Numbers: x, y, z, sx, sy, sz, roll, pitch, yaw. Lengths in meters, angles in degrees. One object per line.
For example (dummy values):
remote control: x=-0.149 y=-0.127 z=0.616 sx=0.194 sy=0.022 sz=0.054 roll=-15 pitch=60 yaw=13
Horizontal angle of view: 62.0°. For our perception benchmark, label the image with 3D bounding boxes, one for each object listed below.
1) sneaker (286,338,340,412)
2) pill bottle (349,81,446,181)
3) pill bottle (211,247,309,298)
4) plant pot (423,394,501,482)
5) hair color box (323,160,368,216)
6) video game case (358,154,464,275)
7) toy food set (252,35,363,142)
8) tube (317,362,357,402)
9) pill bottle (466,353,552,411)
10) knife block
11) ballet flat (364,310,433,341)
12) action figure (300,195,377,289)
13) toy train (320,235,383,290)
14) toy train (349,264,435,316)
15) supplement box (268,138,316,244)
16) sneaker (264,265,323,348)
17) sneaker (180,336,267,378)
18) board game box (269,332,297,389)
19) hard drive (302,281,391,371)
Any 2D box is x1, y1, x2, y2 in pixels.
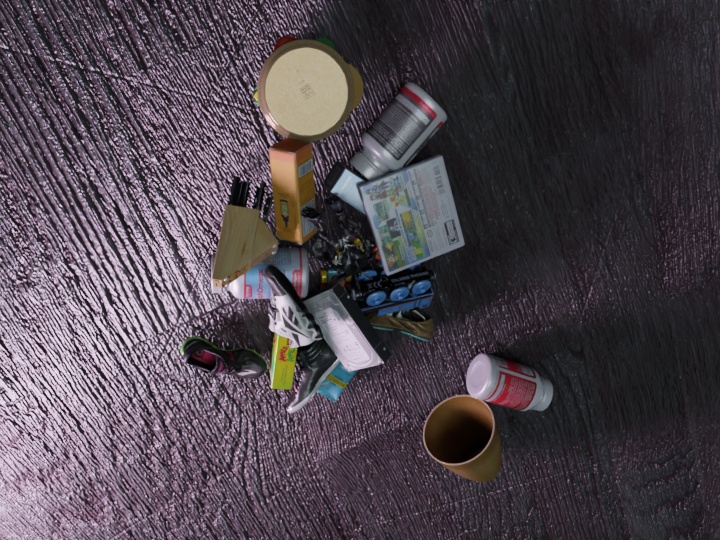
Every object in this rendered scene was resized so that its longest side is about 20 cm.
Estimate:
sneaker: x=-0.133 y=0.232 z=1.394 sx=0.099 sy=0.071 sz=0.201 roll=37 pitch=94 yaw=-21
pill bottle: x=0.072 y=-0.270 z=1.216 sx=0.110 sy=0.111 sz=0.200 roll=38 pitch=99 yaw=-22
pill bottle: x=-0.212 y=0.005 z=1.265 sx=0.198 sy=0.109 sz=0.110 roll=-1 pitch=111 yaw=-11
plant pot: x=0.280 y=0.450 z=1.517 sx=0.185 sy=0.187 sz=0.201 roll=-32 pitch=127 yaw=2
hair color box: x=0.024 y=-0.146 z=1.260 sx=0.199 sy=0.099 sz=0.061 roll=31 pitch=100 yaw=-21
video game case: x=0.108 y=-0.111 z=1.226 sx=0.181 sy=0.022 sz=0.202 roll=-21 pitch=112 yaw=-6
toy food set: x=-0.107 y=-0.356 z=1.179 sx=0.198 sy=0.049 sz=0.200 roll=39 pitch=100 yaw=-22
tube: x=-0.033 y=0.225 z=1.426 sx=0.077 sy=0.050 sz=0.201 roll=34 pitch=106 yaw=-13
pill bottle: x=0.374 y=0.284 z=1.493 sx=0.198 sy=0.112 sz=0.113 roll=19 pitch=106 yaw=-18
knife block: x=-0.252 y=-0.089 z=1.194 sx=0.199 sy=0.064 sz=0.176 roll=-36 pitch=83 yaw=-17
ballet flat: x=0.085 y=0.113 z=1.399 sx=0.198 sy=0.068 sz=0.073 roll=14 pitch=88 yaw=-16
action figure: x=-0.040 y=-0.059 z=1.237 sx=0.118 sy=0.102 sz=0.201 roll=-31 pitch=125 yaw=-6
toy train: x=0.000 y=0.000 z=1.336 sx=0.150 sy=0.056 sz=0.200 roll=36 pitch=100 yaw=-21
toy train: x=0.071 y=0.047 z=1.328 sx=0.198 sy=0.087 sz=0.115 roll=-14 pitch=146 yaw=-15
supplement box: x=-0.135 y=-0.158 z=1.215 sx=0.066 sy=0.069 sz=0.202 roll=16 pitch=123 yaw=24
sneaker: x=-0.157 y=0.084 z=1.213 sx=0.088 sy=0.074 sz=0.201 roll=-26 pitch=119 yaw=4
sneaker: x=-0.306 y=0.210 z=1.339 sx=0.198 sy=0.084 sz=0.077 roll=15 pitch=108 yaw=-16
board game box: x=-0.167 y=0.150 z=1.335 sx=0.047 sy=0.102 sz=0.202 roll=5 pitch=110 yaw=-12
hard drive: x=-0.036 y=0.128 z=1.318 sx=0.038 sy=0.139 sz=0.201 roll=-41 pitch=102 yaw=-38
